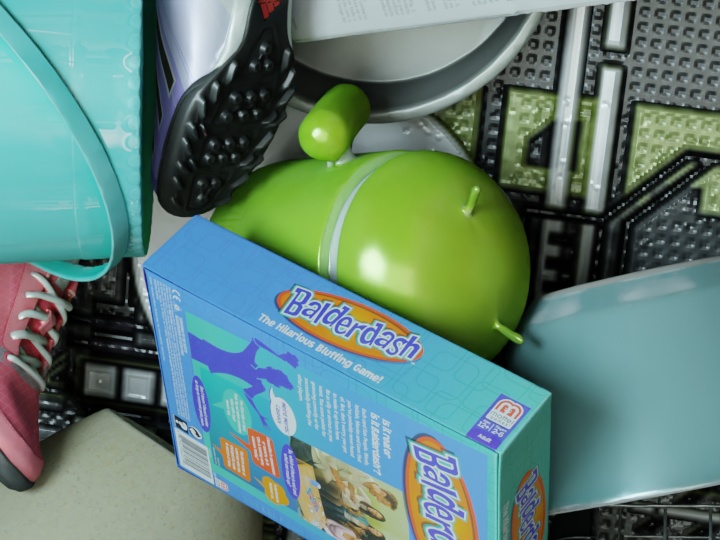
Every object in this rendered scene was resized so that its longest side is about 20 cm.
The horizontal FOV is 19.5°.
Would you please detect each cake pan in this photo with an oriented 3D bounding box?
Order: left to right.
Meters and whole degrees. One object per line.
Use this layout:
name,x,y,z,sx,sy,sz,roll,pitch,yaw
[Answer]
cake pan,0.004,-0.175,1.060,0.200,0.037,0.201,3,106,9

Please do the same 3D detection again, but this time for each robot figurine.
robot figurine,0.000,0.000,1.042,0.200,0.116,0.176,-2,112,49

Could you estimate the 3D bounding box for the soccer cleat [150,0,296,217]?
soccer cleat,-0.070,-0.123,0.992,0.073,0.068,0.200,32,119,34

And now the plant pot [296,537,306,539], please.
plant pot,0.017,0.230,1.109,0.200,0.200,0.175,1,90,9

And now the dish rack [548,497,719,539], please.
dish rack,0.195,0.183,1.097,0.200,0.055,0.154,-1,129,10

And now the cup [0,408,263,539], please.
cup,-0.131,0.160,1.116,0.200,0.200,0.143,34,85,-1

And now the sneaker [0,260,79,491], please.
sneaker,-0.184,0.018,1.087,0.087,0.074,0.200,-23,57,5

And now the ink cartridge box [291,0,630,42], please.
ink cartridge box,0.036,-0.194,0.962,0.200,0.050,0.161,-4,112,33

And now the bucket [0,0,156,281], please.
bucket,-0.169,-0.093,1.017,0.135,0.207,0.208,0,106,-2

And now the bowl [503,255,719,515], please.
bowl,0.151,0.054,1.036,0.200,0.201,0.105,-13,84,13

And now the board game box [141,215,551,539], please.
board game box,-0.005,0.076,0.983,0.200,0.045,0.152,27,144,25
